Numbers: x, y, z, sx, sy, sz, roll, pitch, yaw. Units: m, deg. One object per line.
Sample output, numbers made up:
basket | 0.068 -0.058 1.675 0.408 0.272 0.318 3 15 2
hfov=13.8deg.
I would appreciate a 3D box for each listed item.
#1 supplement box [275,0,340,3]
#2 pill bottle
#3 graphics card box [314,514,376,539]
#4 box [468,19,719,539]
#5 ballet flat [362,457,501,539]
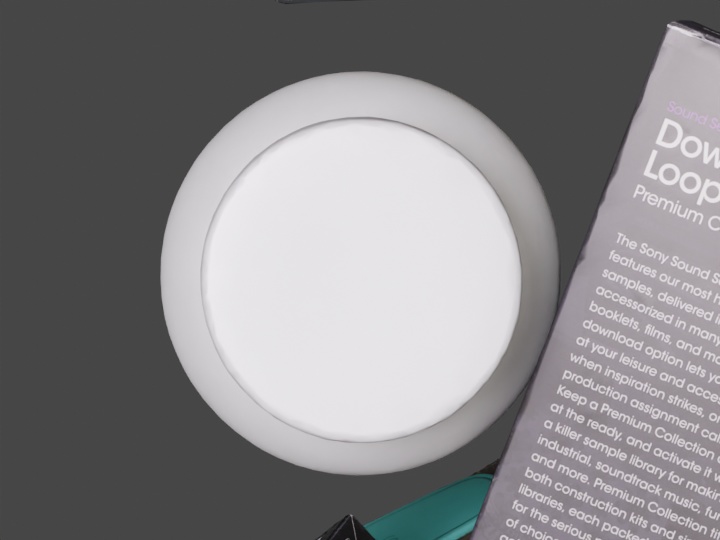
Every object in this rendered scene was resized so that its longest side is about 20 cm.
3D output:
supplement box | 0.068 -0.153 0.855 0.199 0.200 0.135 -3 92 0
pill bottle | 0.000 0.000 0.858 0.112 0.200 0.113 0 91 -1
graphics card box | -0.027 0.174 0.884 0.126 0.051 0.200 48 127 -1
box | 0.112 0.052 0.770 0.143 0.036 0.201 23 103 11
ballet flat | 0.062 0.080 0.931 0.200 0.068 0.075 -36 112 -6
